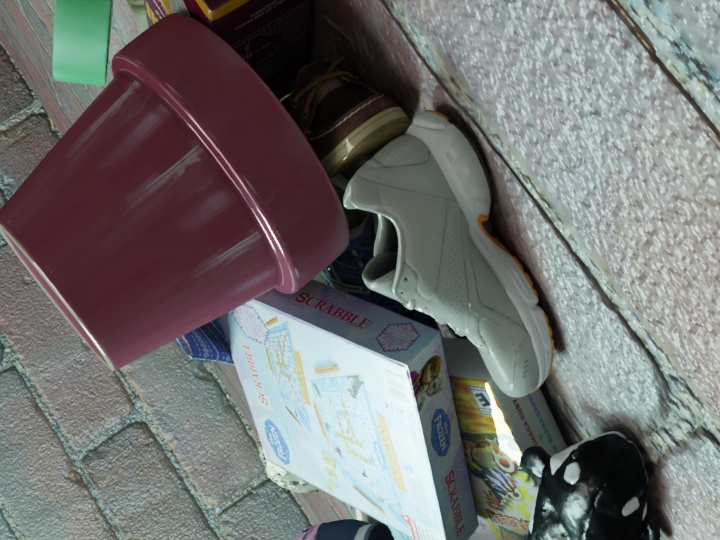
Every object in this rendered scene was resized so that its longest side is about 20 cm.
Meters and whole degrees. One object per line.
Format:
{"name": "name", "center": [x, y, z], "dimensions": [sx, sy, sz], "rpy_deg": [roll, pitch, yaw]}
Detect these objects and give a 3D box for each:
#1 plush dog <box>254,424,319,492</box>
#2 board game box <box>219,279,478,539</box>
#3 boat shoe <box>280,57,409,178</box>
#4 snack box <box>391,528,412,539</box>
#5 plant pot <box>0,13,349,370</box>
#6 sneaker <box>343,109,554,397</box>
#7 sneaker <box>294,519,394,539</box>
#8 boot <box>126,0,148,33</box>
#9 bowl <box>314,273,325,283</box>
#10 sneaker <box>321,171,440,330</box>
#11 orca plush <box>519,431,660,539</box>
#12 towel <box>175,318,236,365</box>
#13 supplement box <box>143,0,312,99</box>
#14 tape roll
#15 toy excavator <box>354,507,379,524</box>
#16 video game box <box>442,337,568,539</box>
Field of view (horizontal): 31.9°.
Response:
{"name": "plush dog", "center": [-0.018, 0.142, 1.180], "dimensions": [0.161, 0.171, 0.201], "rpy_deg": [47, 163, 37]}
{"name": "board game box", "center": [-0.012, 0.099, 0.943], "dimensions": [0.198, 0.041, 0.202], "rpy_deg": [22, 139, 36]}
{"name": "boat shoe", "center": [-0.023, -0.107, 0.866], "dimensions": [0.073, 0.072, 0.200], "rpy_deg": [58, 173, -9]}
{"name": "snack box", "center": [0.097, 0.268, 1.193], "dimensions": [0.115, 0.037, 0.201], "rpy_deg": [-4, 129, 37]}
{"name": "plant pot", "center": [-0.135, -0.039, 0.843], "dimensions": [0.200, 0.178, 0.200], "rpy_deg": [47, 165, 16]}
{"name": "sneaker", "center": [0.050, 0.005, 0.791], "dimensions": [0.202, 0.091, 0.076], "rpy_deg": [63, 166, -22]}
{"name": "sneaker", "center": [-0.005, 0.298, 1.050], "dimensions": [0.081, 0.070, 0.203], "rpy_deg": [1, 105, 27]}
{"name": "boot", "center": [-0.174, -0.215, 1.171], "dimensions": [0.157, 0.072, 0.200], "rpy_deg": [65, 167, -23]}
{"name": "bowl", "center": [-0.095, -0.060, 1.105], "dimensions": [0.199, 0.091, 0.202], "rpy_deg": [29, -160, -12]}
{"name": "sneaker", "center": [0.000, 0.000, 1.002], "dimensions": [0.201, 0.075, 0.077], "rpy_deg": [56, 171, 4]}
{"name": "orca plush", "center": [0.126, 0.180, 0.841], "dimensions": [0.105, 0.071, 0.200], "rpy_deg": [44, 146, 0]}
{"name": "towel", "center": [-0.143, 0.026, 1.032], "dimensions": [0.145, 0.024, 0.200], "rpy_deg": [49, -174, 16]}
{"name": "supplement box", "center": [-0.097, -0.196, 0.891], "dimensions": [0.111, 0.085, 0.200], "rpy_deg": [55, 167, 11]}
{"name": "tape roll", "center": [-0.238, -0.266, 1.104], "dimensions": [0.200, 0.047, 0.204], "rpy_deg": [-175, 90, -79]}
{"name": "toy excavator", "center": [0.041, 0.274, 1.107], "dimensions": [0.099, 0.197, 0.199], "rpy_deg": [2, 164, 35]}
{"name": "video game box", "center": [0.073, 0.133, 0.959], "dimensions": [0.199, 0.047, 0.183], "rpy_deg": [2, 129, 50]}
